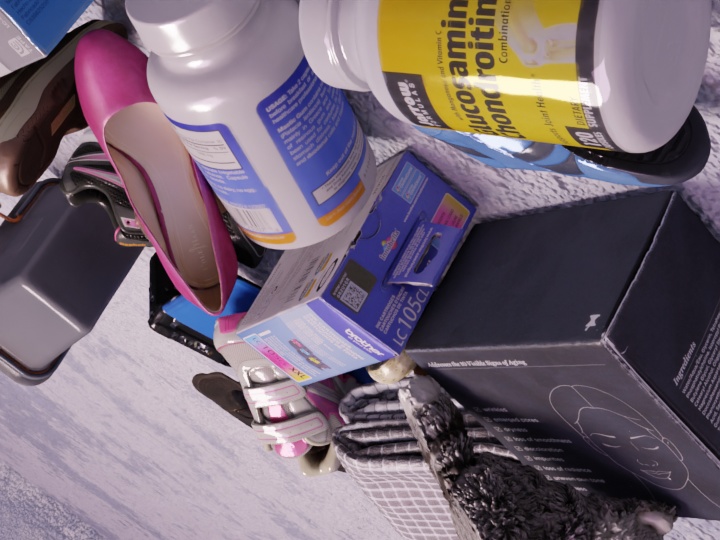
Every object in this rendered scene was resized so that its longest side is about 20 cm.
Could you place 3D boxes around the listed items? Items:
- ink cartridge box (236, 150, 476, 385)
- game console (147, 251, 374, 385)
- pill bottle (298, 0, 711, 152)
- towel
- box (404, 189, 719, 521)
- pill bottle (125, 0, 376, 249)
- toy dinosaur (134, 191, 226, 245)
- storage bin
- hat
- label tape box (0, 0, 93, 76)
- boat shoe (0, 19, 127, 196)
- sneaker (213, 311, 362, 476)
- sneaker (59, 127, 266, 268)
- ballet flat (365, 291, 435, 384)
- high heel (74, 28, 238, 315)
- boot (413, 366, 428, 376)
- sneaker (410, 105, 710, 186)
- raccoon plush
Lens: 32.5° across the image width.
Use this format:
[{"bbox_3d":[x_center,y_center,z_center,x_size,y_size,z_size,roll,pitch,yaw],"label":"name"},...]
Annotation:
[{"bbox_3d":[0.000,0.000,0.912,0.076,0.137,0.200,36,155,-14],"label":"ink cartridge box"},{"bbox_3d":[-0.080,0.037,1.120,0.199,0.171,0.118,31,114,-26],"label":"game console"},{"bbox_3d":[0.068,-0.126,0.634,0.199,0.113,0.112,12,149,37],"label":"pill bottle"},{"bbox_3d":[0.093,0.166,1.037,0.198,0.086,0.166,-5,140,25],"label":"towel"},{"bbox_3d":[0.174,0.064,0.844,0.196,0.125,0.199,42,154,-25],"label":"box"},{"bbox_3d":[-0.072,-0.116,0.815,0.111,0.113,0.201,13,149,34],"label":"pill bottle"},{"bbox_3d":[-0.145,-0.077,0.931,0.085,0.202,0.136,-1,-172,11],"label":"toy dinosaur"},{"bbox_3d":[-0.285,-0.014,1.172,0.145,0.201,0.134,42,142,-20],"label":"storage bin"},{"bbox_3d":[-0.076,0.135,1.318,0.199,0.081,0.201,27,163,9],"label":"hat"},{"bbox_3d":[-0.229,-0.195,0.814,0.199,0.144,0.066,-2,140,50],"label":"label tape box"},{"bbox_3d":[-0.233,-0.132,0.878,0.074,0.203,0.075,17,125,6],"label":"boat shoe"},{"bbox_3d":[-0.057,0.107,1.040,0.081,0.089,0.200,-13,138,30],"label":"sneaker"},{"bbox_3d":[-0.176,-0.048,1.088,0.199,0.087,0.080,28,157,7],"label":"sneaker"},{"bbox_3d":[0.047,0.054,0.960,0.057,0.066,0.200,49,-166,2],"label":"ballet flat"},{"bbox_3d":[-0.138,-0.063,0.838,0.096,0.067,0.201,-116,8,-56],"label":"high heel"},{"bbox_3d":[0.053,0.115,1.143,0.187,0.069,0.201,22,153,21],"label":"boot"},{"bbox_3d":[0.111,-0.088,0.723,0.199,0.066,0.079,19,164,27],"label":"sneaker"},{"bbox_3d":[0.127,0.143,0.844,0.097,0.133,0.202,149,97,-79],"label":"raccoon plush"}]
